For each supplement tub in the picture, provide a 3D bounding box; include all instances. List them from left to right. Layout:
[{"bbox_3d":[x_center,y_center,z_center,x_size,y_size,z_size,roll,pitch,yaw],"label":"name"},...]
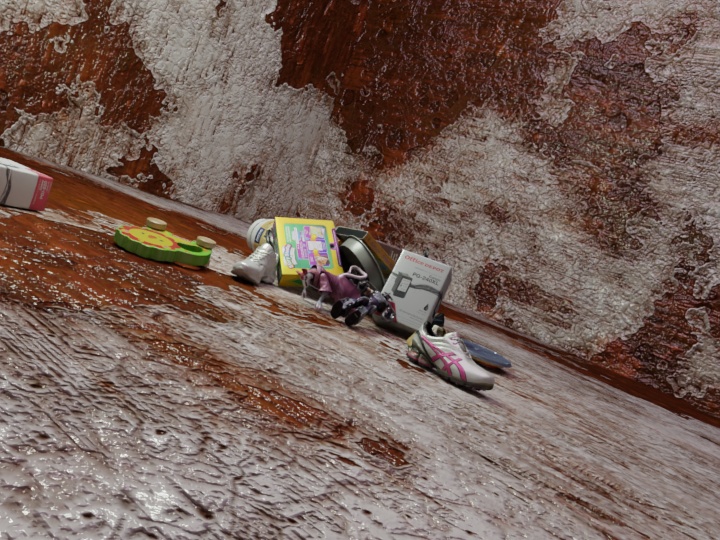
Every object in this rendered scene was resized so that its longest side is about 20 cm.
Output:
[{"bbox_3d":[-0.285,-0.093,1.982,0.199,0.145,0.144,23,5,38],"label":"supplement tub"}]

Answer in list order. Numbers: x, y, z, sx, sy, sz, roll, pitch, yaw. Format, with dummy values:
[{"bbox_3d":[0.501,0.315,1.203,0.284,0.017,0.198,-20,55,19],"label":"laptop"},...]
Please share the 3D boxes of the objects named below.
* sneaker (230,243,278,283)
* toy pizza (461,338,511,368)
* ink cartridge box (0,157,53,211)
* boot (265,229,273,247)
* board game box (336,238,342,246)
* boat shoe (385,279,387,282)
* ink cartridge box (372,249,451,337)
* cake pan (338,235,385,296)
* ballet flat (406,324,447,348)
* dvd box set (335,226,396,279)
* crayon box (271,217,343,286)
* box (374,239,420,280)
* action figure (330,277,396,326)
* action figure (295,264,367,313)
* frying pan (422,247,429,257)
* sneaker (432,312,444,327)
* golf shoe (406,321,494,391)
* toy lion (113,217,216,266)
[{"bbox_3d":[-0.260,-0.023,1.448,0.077,0.100,0.200,21,4,9],"label":"sneaker"},{"bbox_3d":[0.303,0.221,1.528,0.199,0.032,0.200,22,4,-2],"label":"toy pizza"},{"bbox_3d":[-0.788,-0.197,1.216,0.145,0.085,0.200,22,6,17],"label":"ink cartridge box"},{"bbox_3d":[-0.177,-0.067,1.698,0.069,0.173,0.201,78,-13,-59],"label":"boot"},{"bbox_3d":[-0.082,-0.017,1.809,0.056,0.166,0.200,22,4,19],"label":"board game box"},{"bbox_3d":[0.119,0.098,1.704,0.200,0.071,0.064,47,8,21],"label":"boat shoe"},{"bbox_3d":[0.137,0.063,1.507,0.145,0.201,0.083,21,-21,18],"label":"ink cartridge box"},{"bbox_3d":[0.000,0.000,1.589,0.037,0.201,0.200,-29,25,-18],"label":"cake pan"},{"bbox_3d":[0.163,0.161,1.391,0.068,0.063,0.200,23,4,22],"label":"ballet flat"},{"bbox_3d":[0.026,-0.047,1.663,0.146,0.029,0.200,16,-25,51],"label":"dvd box set"},{"bbox_3d":[-0.148,-0.050,1.589,0.171,0.058,0.201,2,53,-19],"label":"crayon box"},{"bbox_3d":[0.085,0.022,1.861,0.199,0.167,0.164,20,-16,-2],"label":"box"},{"bbox_3d":[0.022,0.082,1.388,0.130,0.070,0.200,41,31,21],"label":"action figure"},{"bbox_3d":[-0.073,0.032,1.424,0.200,0.149,0.134,36,-1,-41],"label":"action figure"},{"bbox_3d":[0.167,0.012,1.762,0.114,0.191,0.031,10,-24,-33],"label":"frying pan"},{"bbox_3d":[0.142,0.130,1.614,0.199,0.080,0.075,19,4,-8],"label":"sneaker"},{"bbox_3d":[0.183,0.171,1.149,0.199,0.093,0.072,25,4,36],"label":"golf shoe"},{"bbox_3d":[-0.443,-0.056,1.303,0.199,0.069,0.192,21,11,-8],"label":"toy lion"}]
